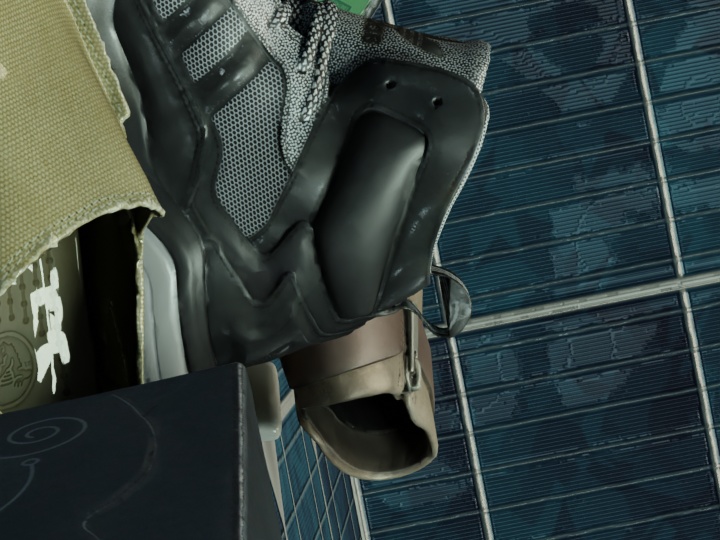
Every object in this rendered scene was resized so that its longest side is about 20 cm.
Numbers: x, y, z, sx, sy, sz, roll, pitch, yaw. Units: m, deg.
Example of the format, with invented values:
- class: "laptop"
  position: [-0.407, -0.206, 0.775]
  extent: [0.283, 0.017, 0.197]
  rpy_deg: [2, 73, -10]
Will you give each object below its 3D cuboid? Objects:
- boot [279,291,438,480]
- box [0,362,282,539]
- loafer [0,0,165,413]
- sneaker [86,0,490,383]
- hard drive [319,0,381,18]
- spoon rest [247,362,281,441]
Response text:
- class: "boot"
  position: [0.000, 0.000, 0.983]
  extent: [0.200, 0.070, 0.147]
  rpy_deg: [32, 44, -65]
- class: "box"
  position: [-0.050, 0.135, 0.502]
  extent: [0.122, 0.106, 0.201]
  rpy_deg: [-100, 179, -74]
- class: "loafer"
  position: [-0.083, -0.026, 0.662]
  extent: [0.067, 0.076, 0.201]
  rpy_deg: [10, -60, 44]
- class: "sneaker"
  position: [-0.025, -0.069, 0.731]
  extent: [0.076, 0.113, 0.201]
  rpy_deg: [-81, 164, -73]
- class: "hard drive"
  position: [-0.040, -0.161, 0.846]
  extent: [0.200, 0.140, 0.038]
  rpy_deg: [23, 15, -44]
- class: "spoon rest"
  position: [-0.061, 0.124, 1.048]
  extent: [0.100, 0.060, 0.201]
  rpy_deg: [-96, -172, -56]
